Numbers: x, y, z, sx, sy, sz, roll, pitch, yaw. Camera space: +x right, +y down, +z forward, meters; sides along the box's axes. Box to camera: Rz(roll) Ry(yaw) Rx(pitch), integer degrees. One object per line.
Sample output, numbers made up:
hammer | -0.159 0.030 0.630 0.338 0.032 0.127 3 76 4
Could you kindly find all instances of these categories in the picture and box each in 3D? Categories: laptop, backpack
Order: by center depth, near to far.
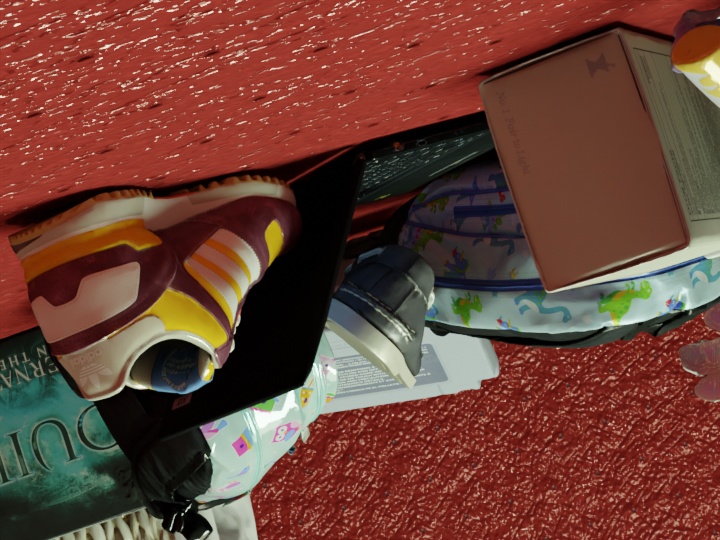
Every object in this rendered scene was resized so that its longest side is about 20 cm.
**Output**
laptop | 0.000 0.000 1.200 0.199 0.104 0.177 -16 176 -31
backpack | -0.096 0.058 1.359 0.126 0.167 0.200 -38 179 -18
backpack | 0.125 -0.015 1.371 0.163 0.154 0.200 -8 -160 -30

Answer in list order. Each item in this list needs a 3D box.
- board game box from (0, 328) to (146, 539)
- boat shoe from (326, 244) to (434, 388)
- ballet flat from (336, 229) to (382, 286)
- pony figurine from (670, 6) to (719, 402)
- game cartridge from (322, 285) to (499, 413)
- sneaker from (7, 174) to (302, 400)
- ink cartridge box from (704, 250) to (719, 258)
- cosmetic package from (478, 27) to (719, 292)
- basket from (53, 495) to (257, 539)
board game box | -0.209 0.109 1.515 0.199 0.136 0.028 -20 176 13
boat shoe | 0.018 0.022 1.323 0.063 0.073 0.200 -53 177 -2
ballet flat | 0.007 0.006 1.578 0.199 0.076 0.064 -21 162 -14
pony figurine | 0.211 -0.044 0.943 0.193 0.200 0.167 -9 -133 38
game cartridge | -0.016 0.053 1.527 0.199 0.041 0.133 -9 158 9
sneaker | -0.083 0.011 1.056 0.075 0.090 0.200 -21 175 30
ink cartridge box | 0.246 -0.029 1.203 0.145 0.201 0.048 -19 177 43
cosmetic package | 0.128 -0.051 1.094 0.073 0.104 0.200 -19 175 19
basket | -0.156 0.128 1.595 0.123 0.201 0.136 -14 177 8
